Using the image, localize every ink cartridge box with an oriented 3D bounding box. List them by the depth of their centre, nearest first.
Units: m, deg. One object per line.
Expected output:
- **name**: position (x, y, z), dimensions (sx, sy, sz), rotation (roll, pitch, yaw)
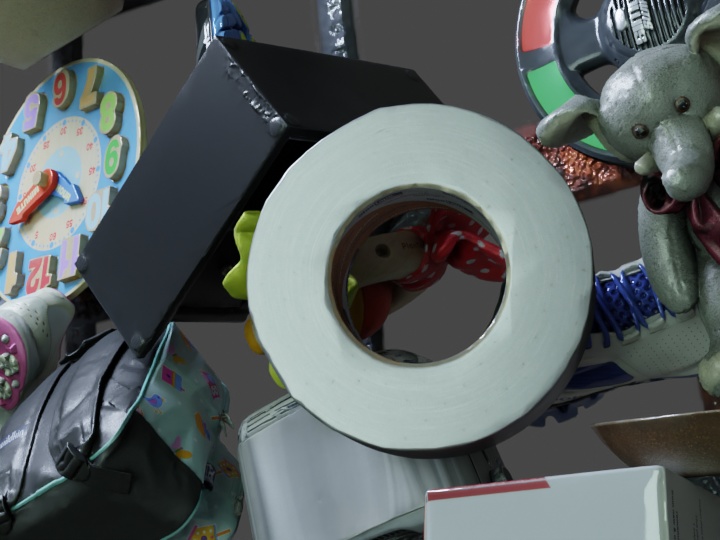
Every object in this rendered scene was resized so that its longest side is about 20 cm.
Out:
- **ink cartridge box**: position (0.144, 0.176, 1.055), dimensions (0.144, 0.200, 0.084), rotation (-10, 68, 28)

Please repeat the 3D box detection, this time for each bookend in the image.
- **bookend**: position (-0.055, -0.043, 1.254), dimensions (0.092, 0.198, 0.200), rotation (52, 119, 30)

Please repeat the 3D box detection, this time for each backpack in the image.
- **backpack**: position (-0.167, 0.132, 1.266), dimensions (0.175, 0.153, 0.200), rotation (-35, 25, 21)

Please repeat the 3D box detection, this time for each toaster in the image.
- **toaster**: position (0.002, 0.141, 1.200), dimensions (0.199, 0.113, 0.130), rotation (-28, 60, 22)

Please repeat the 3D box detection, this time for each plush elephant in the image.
- **plush elephant**: position (0.197, -0.064, 1.045), dimensions (0.165, 0.154, 0.201), rotation (-41, 41, 26)

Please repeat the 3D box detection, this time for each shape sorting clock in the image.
- **shape sorting clock**: position (-0.231, -0.067, 1.414), dimensions (0.199, 0.039, 0.201), rotation (-14, 69, 42)

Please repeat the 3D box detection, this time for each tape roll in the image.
- **tape roll**: position (0.037, 0.007, 1.076), dimensions (0.199, 0.066, 0.202), rotation (-1, 80, 7)

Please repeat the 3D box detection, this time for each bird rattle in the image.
- **bird rattle**: position (0.000, 0.000, 1.212), dimensions (0.113, 0.199, 0.163), rotation (60, 149, 8)

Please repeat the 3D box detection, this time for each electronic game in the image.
- **electronic game**: position (0.193, -0.165, 1.210), dimensions (0.199, 0.042, 0.201), rotation (-8, 73, 28)

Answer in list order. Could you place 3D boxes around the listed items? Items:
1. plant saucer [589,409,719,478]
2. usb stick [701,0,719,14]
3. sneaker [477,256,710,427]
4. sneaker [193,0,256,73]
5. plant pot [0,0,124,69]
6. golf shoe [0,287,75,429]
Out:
- **plant saucer**: position (0.229, 0.092, 1.031), dimensions (0.199, 0.200, 0.037), rotation (-9, 83, 28)
- **usb stick**: position (0.279, -0.112, 1.104), dimensions (0.200, 0.032, 0.056), rotation (50, 134, 30)
- **sneaker**: position (0.151, 0.033, 1.138), dimensions (0.199, 0.115, 0.081), rotation (-28, 65, 20)
- **sneaker**: position (-0.119, -0.109, 1.360), dimensions (0.082, 0.071, 0.201), rotation (-1, 79, 24)
- **plant pot**: position (-0.257, -0.235, 1.425), dimensions (0.200, 0.200, 0.135), rotation (-27, 101, 22)
- **golf shoe**: position (-0.266, 0.090, 1.382), dimensions (0.075, 0.092, 0.200), rotation (41, 133, 6)
